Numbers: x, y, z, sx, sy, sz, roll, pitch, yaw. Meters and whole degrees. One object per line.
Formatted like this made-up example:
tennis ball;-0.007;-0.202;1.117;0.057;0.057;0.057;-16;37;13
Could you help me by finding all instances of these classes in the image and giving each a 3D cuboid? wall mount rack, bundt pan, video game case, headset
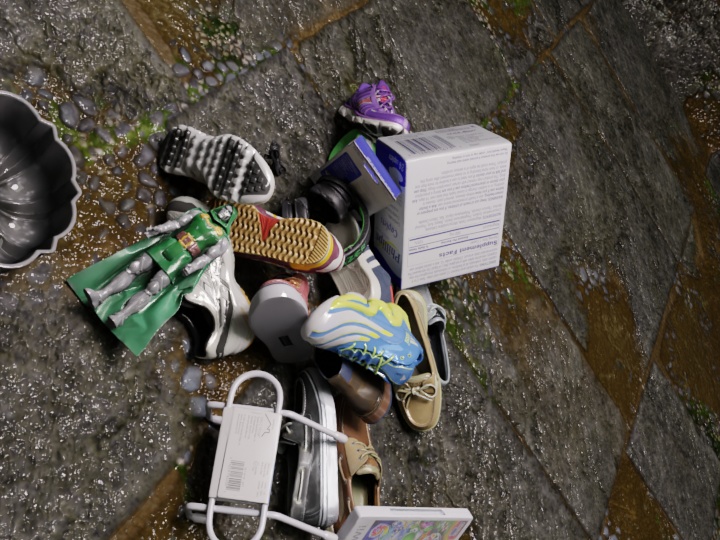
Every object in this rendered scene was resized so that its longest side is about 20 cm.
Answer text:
wall mount rack;-0.100;0.222;0.862;0.169;0.075;0.204;8;58;-3
bundt pan;-0.388;-0.083;0.766;0.199;0.075;0.206;24;53;-37
video game case;0.035;0.347;0.943;0.197;0.145;0.018;16;24;-40
headset;-0.068;-0.093;1.072;0.122;0.095;0.201;-31;59;-15

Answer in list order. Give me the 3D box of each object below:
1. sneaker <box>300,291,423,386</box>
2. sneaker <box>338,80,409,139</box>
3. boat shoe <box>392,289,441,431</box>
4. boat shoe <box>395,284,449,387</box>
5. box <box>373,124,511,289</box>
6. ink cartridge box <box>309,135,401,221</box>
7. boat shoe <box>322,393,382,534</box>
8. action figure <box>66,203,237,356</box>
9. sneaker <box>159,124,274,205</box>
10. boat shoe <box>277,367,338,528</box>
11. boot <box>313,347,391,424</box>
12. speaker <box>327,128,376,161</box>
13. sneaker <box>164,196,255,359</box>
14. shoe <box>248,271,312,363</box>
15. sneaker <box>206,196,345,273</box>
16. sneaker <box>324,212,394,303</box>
sneaker;0.017;0.086;0.937;0.198;0.076;0.105;0;42;-53
sneaker;0.024;-0.255;1.208;0.080;0.084;0.200;26;11;-31
boat shoe;0.075;0.130;1.108;0.063;0.071;0.206;5;81;-77
boat shoe;0.105;0.088;1.191;0.069;0.071;0.206;15;60;-40
box;0.118;-0.098;1.153;0.180;0.105;0.205;-12;120;-24
ink cartridge box;-0.004;-0.127;1.099;0.039;0.199;0.100;-39;98;-20
boat shoe;-0.003;0.258;0.989;0.075;0.073;0.205;19;57;-38
action figure;-0.213;-0.014;0.867;0.118;0.055;0.200;44;61;6
sneaker;-0.165;-0.127;0.955;0.080;0.198;0.077;23;93;-51
boat shoe;-0.069;0.211;0.947;0.069;0.073;0.204;5;53;-20
boot;-0.016;0.097;1.020;0.097;0.074;0.202;43;19;-38
speaker;0.041;-0.132;1.231;0.199;0.088;0.090;39;46;-25
sneaker;-0.195;0.008;0.920;0.087;0.075;0.204;-21;85;-49
shoe;-0.098;0.038;0.948;0.201;0.070;0.093;82;-1;-64
sneaker;-0.113;-0.037;0.984;0.076;0.196;0.090;-66;155;-9
sneaker;0.000;0.000;1.105;0.084;0.075;0.202;33;27;-40
